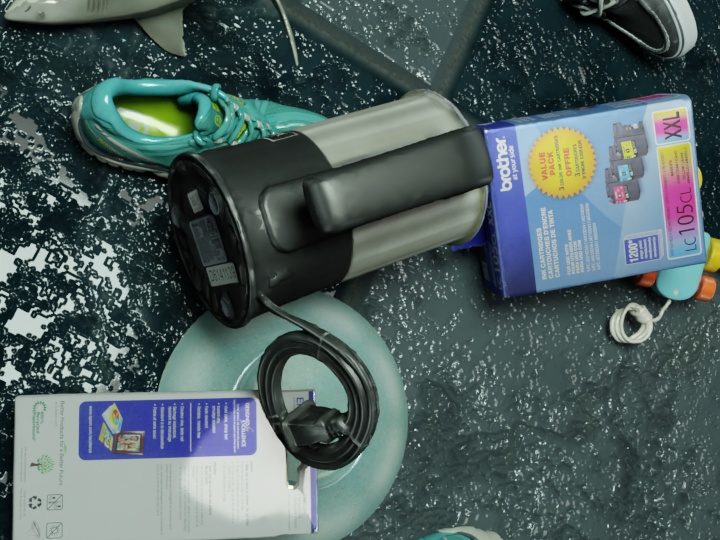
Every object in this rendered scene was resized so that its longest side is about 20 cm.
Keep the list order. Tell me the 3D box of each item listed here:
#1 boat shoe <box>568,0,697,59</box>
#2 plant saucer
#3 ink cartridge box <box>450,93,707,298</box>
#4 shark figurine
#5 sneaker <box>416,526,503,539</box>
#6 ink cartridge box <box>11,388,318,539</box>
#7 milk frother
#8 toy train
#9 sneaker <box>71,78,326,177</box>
[{"bbox_3d":[0.213,-0.256,0.902,0.200,0.072,0.068,47,65,-6],"label":"boat shoe"},{"bbox_3d":[-0.048,0.108,0.747,0.200,0.039,0.202,4,80,-22],"label":"plant saucer"},{"bbox_3d":[0.162,-0.058,0.811,0.199,0.076,0.137,-10,99,-4],"label":"ink cartridge box"},{"bbox_3d":[-0.129,-0.192,0.733,0.128,0.214,0.090,-62,149,-48],"label":"shark figurine"},{"bbox_3d":[0.072,0.295,0.759,0.079,0.078,0.201,0,75,-3],"label":"sneaker"},{"bbox_3d":[-0.128,0.131,0.681,0.199,0.039,0.100,0,81,-5],"label":"ink cartridge box"},{"bbox_3d":[0.000,0.000,0.674,0.188,0.180,0.201,-20,112,-27],"label":"milk frother"},{"bbox_3d":[0.228,-0.045,0.886,0.150,0.056,0.200,-27,101,-2],"label":"toy train"},{"bbox_3d":[-0.104,-0.097,0.729,0.199,0.080,0.078,4,80,-23],"label":"sneaker"}]
